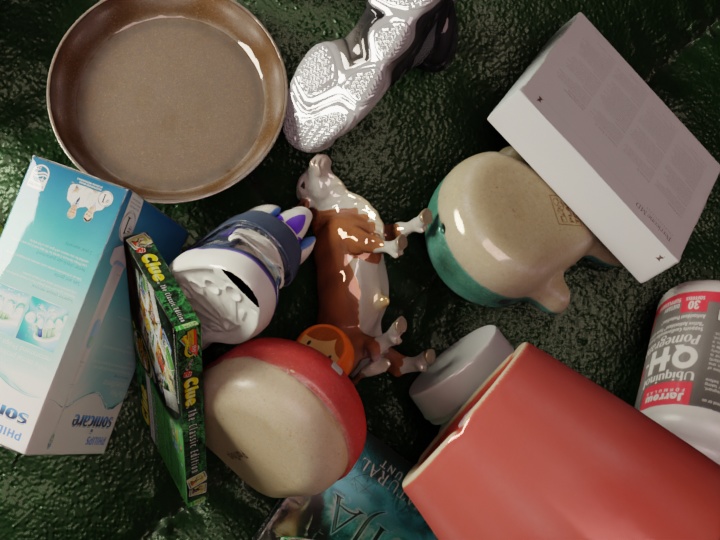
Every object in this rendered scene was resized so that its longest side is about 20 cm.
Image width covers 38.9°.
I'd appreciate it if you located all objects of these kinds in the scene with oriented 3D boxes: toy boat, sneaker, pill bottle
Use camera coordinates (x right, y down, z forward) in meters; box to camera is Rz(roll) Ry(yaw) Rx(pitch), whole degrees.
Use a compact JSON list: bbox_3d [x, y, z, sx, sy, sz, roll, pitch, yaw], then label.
[{"bbox_3d":[-0.053,0.097,0.809,0.130,0.200,0.131,43,67,-7],"label":"toy boat"},{"bbox_3d":[-0.082,-0.014,0.796,0.081,0.200,0.147,46,63,-8],"label":"sneaker"},{"bbox_3d":[0.020,-0.178,0.878,0.075,0.114,0.201,43,103,20],"label":"sneaker"},{"bbox_3d":[0.293,0.118,0.878,0.110,0.111,0.202,29,57,-9],"label":"pill bottle"},{"bbox_3d":[0.139,0.154,0.879,0.113,0.114,0.201,-38,95,-10],"label":"pill bottle"}]

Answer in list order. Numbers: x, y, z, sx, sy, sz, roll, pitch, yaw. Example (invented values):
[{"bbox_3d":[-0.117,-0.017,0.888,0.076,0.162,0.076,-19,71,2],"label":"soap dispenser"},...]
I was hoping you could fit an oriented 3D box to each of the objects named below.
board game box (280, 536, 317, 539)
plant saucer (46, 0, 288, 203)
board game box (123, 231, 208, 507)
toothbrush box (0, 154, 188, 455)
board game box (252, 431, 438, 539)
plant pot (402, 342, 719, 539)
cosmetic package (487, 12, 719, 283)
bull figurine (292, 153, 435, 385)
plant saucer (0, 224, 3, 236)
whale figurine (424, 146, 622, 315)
[{"bbox_3d":[-0.007,0.310,0.756,0.132,0.029,0.204,4,81,19],"label":"board game box"},{"bbox_3d":[-0.160,-0.145,0.855,0.197,0.032,0.204,2,71,-6],"label":"plant saucer"},{"bbox_3d":[-0.147,0.079,0.776,0.023,0.202,0.105,-20,49,-26],"label":"board game box"},{"bbox_3d":[-0.224,0.034,0.789,0.084,0.146,0.203,18,84,10],"label":"toothbrush box"},{"bbox_3d":[0.022,0.237,0.896,0.199,0.028,0.136,37,81,-7],"label":"board game box"},{"bbox_3d":[0.139,0.163,0.738,0.177,0.201,0.201,42,80,7],"label":"plant pot"},{"bbox_3d":[0.221,-0.112,0.906,0.200,0.052,0.151,46,47,-6],"label":"cosmetic package"},{"bbox_3d":[0.000,0.000,0.870,0.065,0.120,0.204,-11,99,-47],"label":"bull figurine"},{"bbox_3d":[-0.376,0.021,0.826,0.196,0.031,0.204,1,87,-11],"label":"plant saucer"},{"bbox_3d":[0.144,-0.030,0.908,0.197,0.104,0.161,-2,66,-34],"label":"whale figurine"}]
